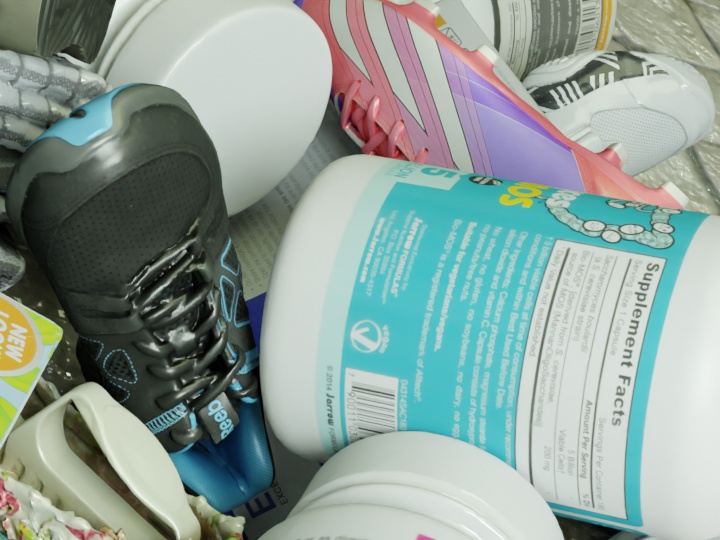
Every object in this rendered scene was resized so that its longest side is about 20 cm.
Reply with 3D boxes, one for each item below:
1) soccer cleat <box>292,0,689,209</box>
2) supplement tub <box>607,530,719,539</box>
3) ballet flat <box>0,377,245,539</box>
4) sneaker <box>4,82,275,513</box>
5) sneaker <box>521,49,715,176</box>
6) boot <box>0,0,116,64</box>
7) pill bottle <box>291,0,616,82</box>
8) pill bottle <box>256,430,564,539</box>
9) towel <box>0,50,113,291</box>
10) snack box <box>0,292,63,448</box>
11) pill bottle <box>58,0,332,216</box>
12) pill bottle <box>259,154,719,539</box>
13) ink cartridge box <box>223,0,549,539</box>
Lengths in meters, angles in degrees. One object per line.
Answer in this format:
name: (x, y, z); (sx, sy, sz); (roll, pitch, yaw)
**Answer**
soccer cleat: (0.037, -0.042, 0.914); (0.200, 0.077, 0.067); (36, -14, 22)
supplement tub: (0.120, 0.184, 0.778); (0.140, 0.141, 0.200); (30, 31, -9)
ballet flat: (-0.115, 0.052, 0.806); (0.200, 0.064, 0.076); (39, 32, 7)
sneaker: (-0.062, 0.011, 0.807); (0.073, 0.200, 0.082); (-31, 61, -10)
sneaker: (0.072, -0.022, 1.034); (0.199, 0.075, 0.115); (-14, 56, -8)
boot: (-0.180, -0.127, 0.782); (0.199, 0.073, 0.182); (14, 5, 4)
pill bottle: (0.033, -0.122, 1.146); (0.116, 0.117, 0.200); (45, 31, 17)
pill bottle: (-0.004, 0.143, 0.720); (0.113, 0.114, 0.200); (33, 36, -3)
towel: (-0.209, -0.069, 0.823); (0.199, 0.086, 0.165); (15, 10, -38)
snack box: (-0.196, 0.018, 0.646); (0.199, 0.053, 0.142); (30, 32, -6)
pill bottle: (-0.108, -0.110, 0.953); (0.113, 0.114, 0.200); (-2, 33, -46)
pill bottle: (0.074, 0.029, 0.809); (0.199, 0.111, 0.111); (11, 25, 18)
ink cartridge box: (0.000, 0.000, 0.954); (0.199, 0.047, 0.198); (-27, 57, -9)
